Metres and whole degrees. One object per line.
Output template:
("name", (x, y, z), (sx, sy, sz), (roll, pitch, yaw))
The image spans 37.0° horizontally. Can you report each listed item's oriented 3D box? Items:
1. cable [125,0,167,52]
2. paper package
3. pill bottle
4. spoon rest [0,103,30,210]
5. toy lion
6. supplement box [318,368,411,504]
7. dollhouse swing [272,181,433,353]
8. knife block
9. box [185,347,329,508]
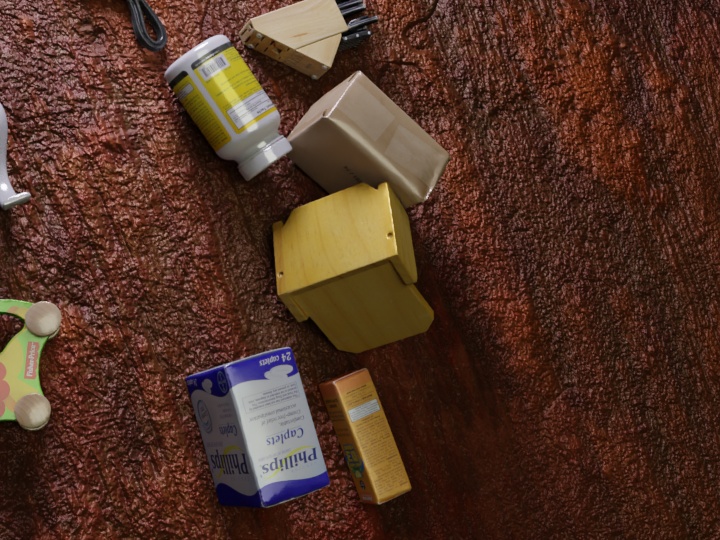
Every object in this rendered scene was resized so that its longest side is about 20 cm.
("cable", (-0.360, -0.424, 1.629), (0.200, 0.050, 0.097), (52, 47, -21))
("paper package", (0.004, -0.180, 1.657), (0.200, 0.191, 0.104), (41, 64, -14))
("pill bottle", (-0.193, -0.240, 1.612), (0.112, 0.112, 0.200), (-37, 97, -26))
("spoon rest", (-0.522, -0.168, 1.494), (0.099, 0.061, 0.200), (-24, 78, -28))
("toy lion", (-0.508, 0.136, 1.441), (0.191, 0.069, 0.201), (7, 77, -16))
("supplement box", (0.007, 0.255, 1.650), (0.069, 0.067, 0.200), (-22, 90, -26))
("dollhouse swing", (0.000, 0.000, 1.643), (0.176, 0.200, 0.182), (40, 37, -52))
("knife block", (-0.076, -0.410, 1.733), (0.200, 0.064, 0.176), (23, 71, -19))
("box", (-0.150, 0.224, 1.517), (0.105, 0.184, 0.200), (-15, 87, -27))
